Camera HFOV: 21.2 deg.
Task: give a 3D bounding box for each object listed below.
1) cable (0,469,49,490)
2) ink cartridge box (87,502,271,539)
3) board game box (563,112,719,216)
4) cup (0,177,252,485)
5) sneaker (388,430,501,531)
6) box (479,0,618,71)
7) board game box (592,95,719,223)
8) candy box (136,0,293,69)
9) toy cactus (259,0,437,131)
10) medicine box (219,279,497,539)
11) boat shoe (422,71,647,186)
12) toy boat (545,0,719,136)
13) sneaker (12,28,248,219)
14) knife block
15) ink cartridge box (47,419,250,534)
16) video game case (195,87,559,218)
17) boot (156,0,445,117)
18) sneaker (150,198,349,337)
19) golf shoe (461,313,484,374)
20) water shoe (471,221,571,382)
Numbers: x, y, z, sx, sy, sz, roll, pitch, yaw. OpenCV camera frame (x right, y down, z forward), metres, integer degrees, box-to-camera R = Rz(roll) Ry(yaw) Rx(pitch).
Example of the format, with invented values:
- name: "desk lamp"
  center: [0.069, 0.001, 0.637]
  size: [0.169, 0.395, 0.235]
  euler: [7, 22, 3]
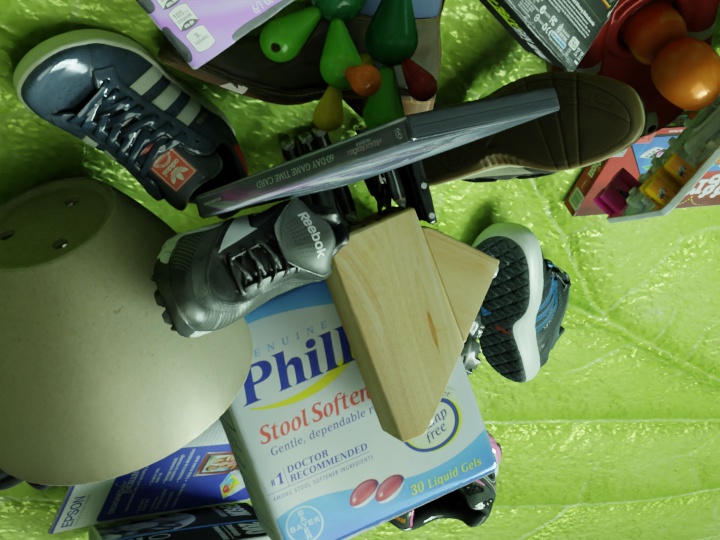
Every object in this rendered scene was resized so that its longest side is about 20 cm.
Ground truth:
- name: "cable"
  center: [-0.215, 0.104, 1.396]
  size: [0.199, 0.163, 0.051]
  euler: [-19, 121, 17]
- name: "ink cartridge box"
  center: [-0.118, 0.228, 1.602]
  size: [0.199, 0.044, 0.198]
  euler: [-4, -178, -14]
- name: "board game box"
  center: [0.274, -0.092, 1.628]
  size: [0.199, 0.019, 0.103]
  euler: [-6, 142, -33]
- name: "cup"
  center: [-0.188, 0.024, 1.296]
  size: [0.200, 0.200, 0.144]
  euler: [-25, 125, -7]
- name: "sneaker"
  center: [0.021, 0.174, 1.610]
  size: [0.199, 0.087, 0.081]
  euler: [-1, 133, 0]
- name: "box"
  center: [0.133, -0.251, 1.213]
  size: [0.194, 0.047, 0.200]
  euler: [-59, 145, -2]
- name: "board game box"
  center: [0.262, -0.120, 1.430]
  size: [0.200, 0.026, 0.200]
  euler: [-49, -177, -3]
- name: "candy box"
  center: [-0.085, -0.237, 1.047]
  size: [0.167, 0.072, 0.200]
  euler: [-34, 128, 8]
- name: "toy cactus"
  center: [0.004, -0.186, 1.195]
  size: [0.165, 0.102, 0.200]
  euler: [-38, 108, -20]
- name: "medicine box"
  center: [-0.018, 0.089, 1.480]
  size: [0.181, 0.103, 0.201]
  euler: [-23, 105, -11]
- name: "boat shoe"
  center: [0.122, -0.104, 1.405]
  size: [0.199, 0.074, 0.065]
  euler: [-5, -177, 33]
- name: "toy boat"
  center: [0.213, -0.165, 1.375]
  size: [0.130, 0.131, 0.200]
  euler: [-19, 146, -15]
- name: "sneaker"
  center: [-0.138, -0.088, 1.251]
  size: [0.075, 0.085, 0.200]
  euler: [-42, 145, 20]
- name: "knife block"
  center: [0.000, 0.000, 1.384]
  size: [0.175, 0.064, 0.201]
  euler: [24, 88, -12]
- name: "ink cartridge box"
  center: [-0.147, 0.132, 1.587]
  size: [0.199, 0.047, 0.198]
  euler: [-4, 141, -32]
- name: "video game case"
  center: [0.009, -0.074, 1.227]
  size: [0.143, 0.019, 0.200]
  euler: [-15, 180, -45]
- name: "boot"
  center: [-0.033, -0.160, 1.274]
  size: [0.199, 0.075, 0.097]
  euler: [7, 108, -28]
- name: "sneaker"
  center: [-0.065, -0.010, 1.264]
  size: [0.090, 0.067, 0.200]
  euler: [-21, -177, 24]
- name: "golf shoe"
  center: [0.016, 0.086, 1.639]
  size: [0.094, 0.078, 0.200]
  euler: [26, 127, -23]
- name: "water shoe"
  center: [0.137, 0.011, 1.639]
  size: [0.079, 0.071, 0.200]
  euler: [-46, 154, -27]
